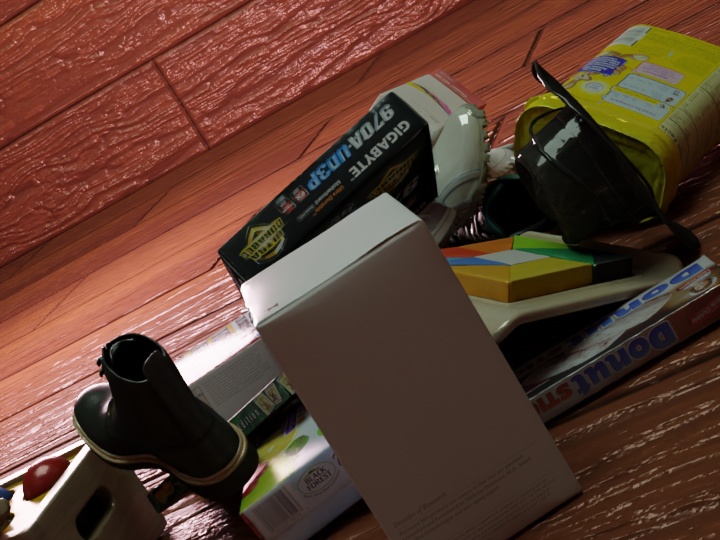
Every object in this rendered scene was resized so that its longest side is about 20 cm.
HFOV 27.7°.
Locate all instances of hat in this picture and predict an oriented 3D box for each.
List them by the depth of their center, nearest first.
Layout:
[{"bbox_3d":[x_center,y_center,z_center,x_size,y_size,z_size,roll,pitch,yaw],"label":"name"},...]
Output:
[{"bbox_3d":[0.173,-0.065,1.133,0.081,0.201,0.201,-42,12,9],"label":"hat"}]

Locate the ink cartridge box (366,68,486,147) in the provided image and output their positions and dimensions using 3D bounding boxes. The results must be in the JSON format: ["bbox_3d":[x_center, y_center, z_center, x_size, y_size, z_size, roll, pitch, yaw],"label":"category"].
[{"bbox_3d":[0.039,-0.122,1.447,0.117,0.067,0.200,-56,-10,27],"label":"ink cartridge box"}]

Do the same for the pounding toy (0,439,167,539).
[{"bbox_3d":[-0.274,0.223,1.181,0.183,0.143,0.200,-27,14,23],"label":"pounding toy"}]

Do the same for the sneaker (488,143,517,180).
[{"bbox_3d":[0.137,-0.093,1.549,0.081,0.076,0.200,-19,17,13],"label":"sneaker"}]

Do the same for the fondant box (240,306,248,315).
[{"bbox_3d":[-0.012,0.009,1.534,0.199,0.058,0.144,-16,21,46],"label":"fondant box"}]

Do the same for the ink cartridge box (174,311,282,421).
[{"bbox_3d":[-0.112,0.098,1.385,0.199,0.084,0.176,-34,12,-6],"label":"ink cartridge box"}]

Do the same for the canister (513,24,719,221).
[{"bbox_3d":[0.250,-0.139,1.315,0.148,0.087,0.200,24,42,27],"label":"canister"}]

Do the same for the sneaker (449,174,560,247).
[{"bbox_3d":[0.126,-0.056,1.378,0.080,0.072,0.199,-6,-7,-44],"label":"sneaker"}]

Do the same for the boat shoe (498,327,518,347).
[{"bbox_3d":[0.088,0.026,1.256,0.071,0.072,0.200,-27,22,-15],"label":"boat shoe"}]

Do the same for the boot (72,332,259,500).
[{"bbox_3d":[-0.176,0.089,1.115,0.199,0.139,0.078,8,52,42],"label":"boot"}]

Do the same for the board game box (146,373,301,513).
[{"bbox_3d":[-0.088,0.128,1.196,0.200,0.024,0.105,-43,-8,37],"label":"board game box"}]

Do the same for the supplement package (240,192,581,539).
[{"bbox_3d":[0.028,0.072,0.917,0.119,0.201,0.121,-32,14,-2],"label":"supplement package"}]

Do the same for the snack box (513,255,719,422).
[{"bbox_3d":[0.170,0.057,1.027,0.199,0.024,0.072,-32,11,5],"label":"snack box"}]

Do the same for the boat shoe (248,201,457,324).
[{"bbox_3d":[-0.001,0.001,1.204,0.202,0.065,0.074,-40,-3,-21],"label":"boat shoe"}]

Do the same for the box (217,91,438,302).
[{"bbox_3d":[-0.022,-0.041,1.239,0.200,0.046,0.159,-43,-19,-10],"label":"box"}]

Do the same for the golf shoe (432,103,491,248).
[{"bbox_3d":[0.056,-0.063,1.350,0.078,0.097,0.201,-146,71,-68],"label":"golf shoe"}]

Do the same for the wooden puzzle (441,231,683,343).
[{"bbox_3d":[0.114,0.003,1.110,0.199,0.038,0.184,-16,18,-35],"label":"wooden puzzle"}]

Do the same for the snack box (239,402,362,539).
[{"bbox_3d":[0.003,0.113,1.097,0.200,0.053,0.142,-37,13,9],"label":"snack box"}]
